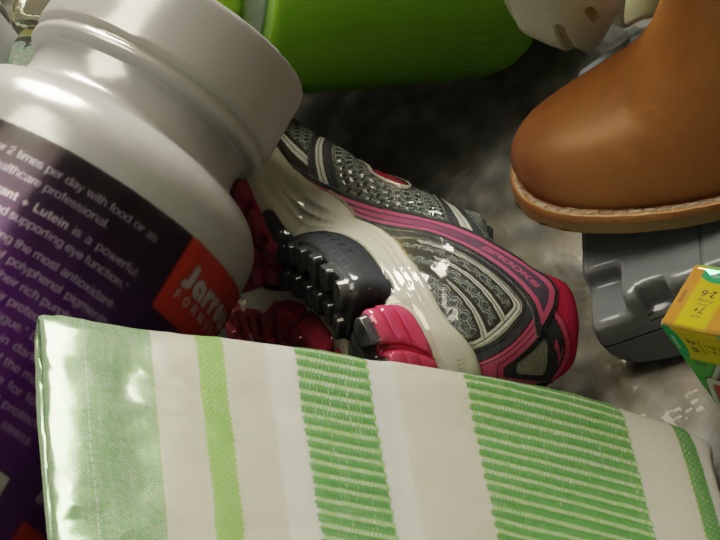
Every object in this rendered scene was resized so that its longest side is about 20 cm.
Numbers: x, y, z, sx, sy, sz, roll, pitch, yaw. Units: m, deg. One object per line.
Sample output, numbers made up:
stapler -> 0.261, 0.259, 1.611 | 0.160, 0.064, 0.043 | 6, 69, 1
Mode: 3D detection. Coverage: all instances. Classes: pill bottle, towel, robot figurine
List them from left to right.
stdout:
pill bottle -> -0.101, 0.009, 0.872 | 0.111, 0.111, 0.200 | 15, 70, 46
robot figurine -> -0.013, -0.118, 0.979 | 0.199, 0.175, 0.116 | -6, 71, -19
towel -> 0.012, 0.079, 0.780 | 0.199, 0.023, 0.153 | 8, 39, -15

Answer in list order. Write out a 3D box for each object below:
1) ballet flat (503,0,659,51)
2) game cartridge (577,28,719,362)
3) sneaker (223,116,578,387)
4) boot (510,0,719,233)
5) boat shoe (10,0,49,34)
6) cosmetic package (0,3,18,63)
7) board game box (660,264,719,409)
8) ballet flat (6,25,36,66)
ballet flat -> 0.083, -0.110, 0.929 | 0.068, 0.072, 0.200 | 29, 29, 27
game cartridge -> 0.163, -0.054, 0.894 | 0.200, 0.042, 0.133 | -20, 37, 22
sneaker -> 0.000, 0.000, 0.944 | 0.075, 0.081, 0.200 | -12, 29, -19
boot -> 0.107, -0.099, 0.829 | 0.200, 0.155, 0.077 | -19, 41, 23
boat shoe -> -0.055, -0.128, 1.121 | 0.201, 0.060, 0.072 | -16, 41, 25
cosmetic package -> -0.163, -0.024, 1.059 | 0.081, 0.113, 0.200 | -26, 37, 14
board game box -> 0.176, 0.049, 0.726 | 0.200, 0.096, 0.030 | 8, 57, 43
ballet flat -> -0.084, -0.030, 1.030 | 0.071, 0.069, 0.200 | -43, 36, 28
